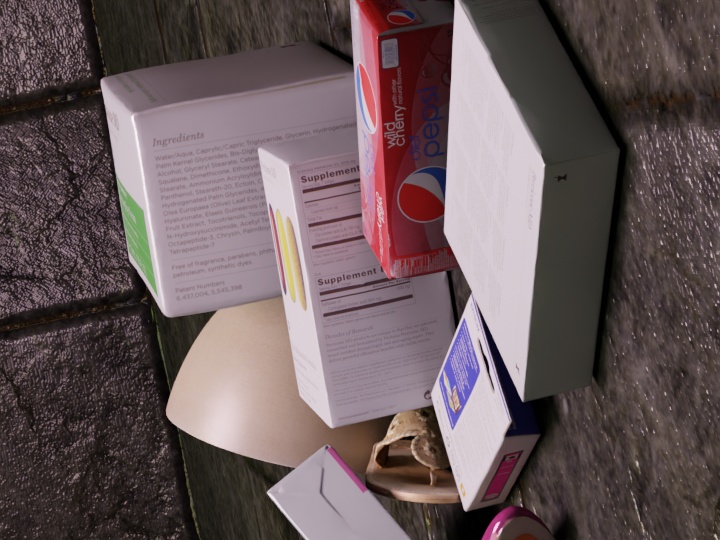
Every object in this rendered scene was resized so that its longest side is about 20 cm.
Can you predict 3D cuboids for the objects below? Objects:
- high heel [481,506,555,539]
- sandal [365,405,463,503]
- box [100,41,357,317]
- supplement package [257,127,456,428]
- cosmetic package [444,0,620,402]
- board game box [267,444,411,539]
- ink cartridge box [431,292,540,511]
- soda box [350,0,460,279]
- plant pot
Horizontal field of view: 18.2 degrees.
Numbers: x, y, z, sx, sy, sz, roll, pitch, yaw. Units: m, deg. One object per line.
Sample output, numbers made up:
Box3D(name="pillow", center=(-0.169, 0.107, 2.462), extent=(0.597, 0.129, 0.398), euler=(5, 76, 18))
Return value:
Box3D(name="high heel", center=(0.094, 0.199, 1.565), extent=(0.096, 0.067, 0.201), euler=(56, 170, 35))
Box3D(name="sandal", center=(0.040, 0.129, 1.730), extent=(0.212, 0.077, 0.070), euler=(-148, 60, -85))
Box3D(name="box", center=(-0.095, -0.080, 1.846), extent=(0.199, 0.198, 0.173), euler=(-136, 38, -71))
Box3D(name="supplement package", center=(0.000, 0.000, 1.695), extent=(0.114, 0.109, 0.202), euler=(-148, 47, -73))
Box3D(name="cosmetic package", center=(0.098, -0.045, 1.338), extent=(0.201, 0.051, 0.151), euler=(91, 164, -47))
Box3D(name="board game box", center=(0.018, 0.232, 1.712), extent=(0.148, 0.064, 0.200), euler=(48, 173, 26))
Box3D(name="ink cartridge box", center=(0.088, 0.092, 1.560), extent=(0.200, 0.037, 0.095), euler=(101, 155, -67))
Box3D(name="soda box", center=(0.035, -0.096, 1.554), extent=(0.070, 0.063, 0.201), euler=(-119, 21, -53))
Box3D(name="plant pot", center=(-0.052, 0.075, 1.892), extent=(0.200, 0.199, 0.136), euler=(-141, 63, -71))
